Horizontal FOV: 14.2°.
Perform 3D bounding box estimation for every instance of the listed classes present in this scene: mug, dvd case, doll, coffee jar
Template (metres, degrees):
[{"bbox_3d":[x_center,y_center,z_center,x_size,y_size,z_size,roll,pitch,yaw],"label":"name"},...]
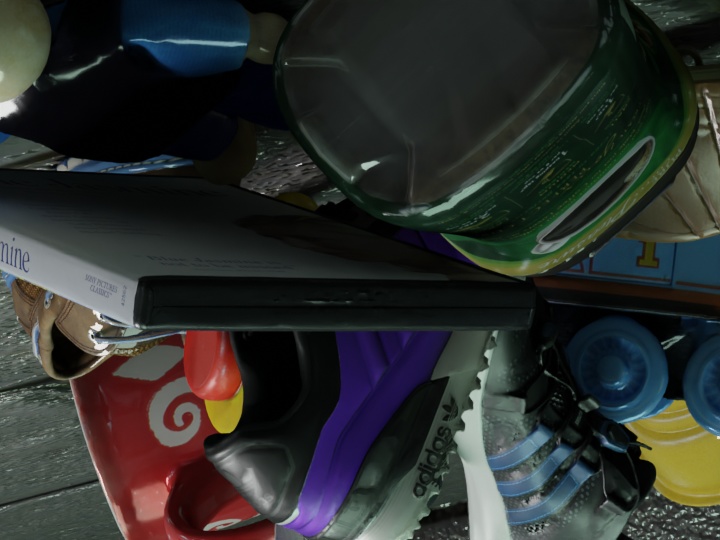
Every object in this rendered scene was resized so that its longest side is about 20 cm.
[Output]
[{"bbox_3d":[-0.021,0.064,1.353,0.200,0.178,0.133,-17,155,2],"label":"mug"},{"bbox_3d":[-0.057,-0.009,0.930,0.143,0.018,0.200,0,-169,-34],"label":"dvd case"},{"bbox_3d":[-0.078,-0.058,0.913,0.136,0.049,0.200,-17,170,21],"label":"doll"},{"bbox_3d":[0.047,-0.056,0.934,0.104,0.085,0.200,-42,165,7],"label":"coffee jar"}]

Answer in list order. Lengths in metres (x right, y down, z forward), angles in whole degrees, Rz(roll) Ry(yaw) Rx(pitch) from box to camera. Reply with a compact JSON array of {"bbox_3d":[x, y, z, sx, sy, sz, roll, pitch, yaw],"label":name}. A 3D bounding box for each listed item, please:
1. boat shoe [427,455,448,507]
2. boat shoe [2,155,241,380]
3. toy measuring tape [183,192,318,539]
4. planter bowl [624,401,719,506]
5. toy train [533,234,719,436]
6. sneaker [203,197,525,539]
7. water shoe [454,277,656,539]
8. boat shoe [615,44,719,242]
[{"bbox_3d":[-0.014,0.037,1.220,0.076,0.060,0.200,-19,-150,-1],"label":"boat shoe"},{"bbox_3d":[-0.088,-0.004,1.143,0.072,0.072,0.200,-8,169,-21],"label":"boat shoe"},{"bbox_3d":[-0.033,0.070,1.100,0.073,0.200,0.074,2,169,0],"label":"toy measuring tape"},{"bbox_3d":[0.167,0.002,1.340,0.083,0.201,0.200,33,149,-23],"label":"planter bowl"},{"bbox_3d":[0.117,0.009,1.245,0.200,0.114,0.087,7,180,14],"label":"toy train"},{"bbox_3d":[0.000,0.000,1.050,0.099,0.200,0.070,27,158,-19],"label":"sneaker"},{"bbox_3d":[0.082,0.066,1.181,0.079,0.072,0.200,5,136,15],"label":"water shoe"},{"bbox_3d":[0.097,-0.050,1.163,0.200,0.073,0.063,-11,-151,23],"label":"boat shoe"}]
